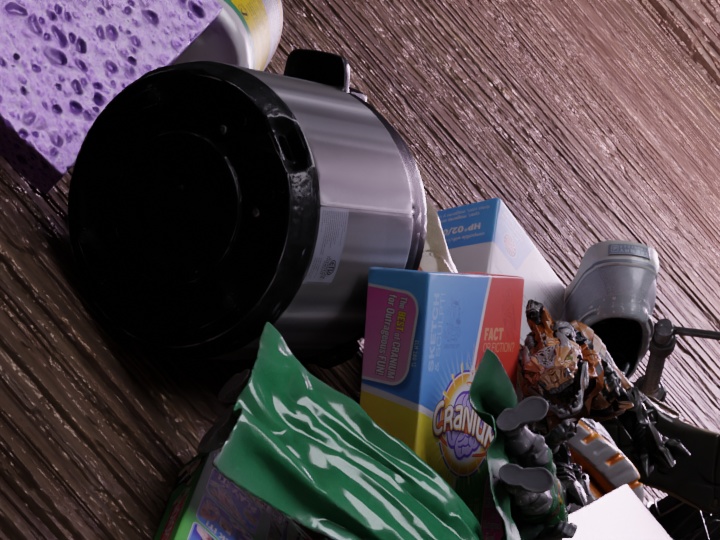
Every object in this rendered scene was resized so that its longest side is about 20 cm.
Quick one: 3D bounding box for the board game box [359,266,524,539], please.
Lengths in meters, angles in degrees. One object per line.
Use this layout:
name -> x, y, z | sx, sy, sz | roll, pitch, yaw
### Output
board game box -> 0.046, 0.101, 1.305 | 0.153, 0.040, 0.202 | 2, 93, -64

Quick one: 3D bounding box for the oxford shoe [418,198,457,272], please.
oxford shoe -> 0.005, -0.043, 1.431 | 0.075, 0.070, 0.201 | -18, 82, -51

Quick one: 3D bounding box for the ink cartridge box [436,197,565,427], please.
ink cartridge box -> 0.079, 0.067, 1.486 | 0.115, 0.067, 0.201 | 50, 40, -42

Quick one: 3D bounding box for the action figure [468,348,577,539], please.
action figure -> 0.104, 0.129, 1.301 | 0.200, 0.054, 0.119 | 62, 26, -70

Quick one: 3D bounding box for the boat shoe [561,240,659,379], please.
boat shoe -> 0.173, 0.049, 1.568 | 0.201, 0.069, 0.072 | 97, 1, -64

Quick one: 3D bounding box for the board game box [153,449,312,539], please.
board game box -> -0.030, 0.197, 1.163 | 0.200, 0.029, 0.135 | 45, 19, -12

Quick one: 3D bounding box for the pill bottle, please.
pill bottle -> -0.116, -0.173, 1.542 | 0.113, 0.113, 0.200 | 45, 20, -9

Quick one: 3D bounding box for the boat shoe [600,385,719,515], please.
boat shoe -> 0.223, 0.136, 1.725 | 0.199, 0.076, 0.074 | 29, 1, 6

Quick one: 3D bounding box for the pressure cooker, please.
pressure cooker -> -0.057, -0.029, 1.305 | 0.179, 0.176, 0.199 | 57, 25, 19

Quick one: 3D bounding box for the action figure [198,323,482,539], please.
action figure -> 0.005, 0.130, 1.183 | 0.200, 0.055, 0.119 | 39, 40, -14

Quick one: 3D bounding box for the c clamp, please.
c clamp -> 0.210, 0.071, 1.711 | 0.169, 0.027, 0.200 | 13, -19, 2

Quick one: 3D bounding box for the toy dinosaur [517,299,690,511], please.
toy dinosaur -> 0.146, 0.078, 1.430 | 0.137, 0.102, 0.200 | 64, 28, -1

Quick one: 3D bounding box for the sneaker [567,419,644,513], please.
sneaker -> 0.133, 0.110, 1.627 | 0.201, 0.078, 0.077 | 53, 6, 0

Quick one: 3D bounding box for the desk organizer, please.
desk organizer -> 0.158, 0.209, 1.484 | 0.077, 0.072, 0.200 | 50, 19, 12

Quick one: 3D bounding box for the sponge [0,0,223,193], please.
sponge -> -0.179, -0.146, 1.351 | 0.112, 0.030, 0.200 | 45, 46, -8

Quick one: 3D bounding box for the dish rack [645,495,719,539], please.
dish rack -> 0.310, 0.269, 1.729 | 0.153, 0.055, 0.201 | 37, 24, -27
